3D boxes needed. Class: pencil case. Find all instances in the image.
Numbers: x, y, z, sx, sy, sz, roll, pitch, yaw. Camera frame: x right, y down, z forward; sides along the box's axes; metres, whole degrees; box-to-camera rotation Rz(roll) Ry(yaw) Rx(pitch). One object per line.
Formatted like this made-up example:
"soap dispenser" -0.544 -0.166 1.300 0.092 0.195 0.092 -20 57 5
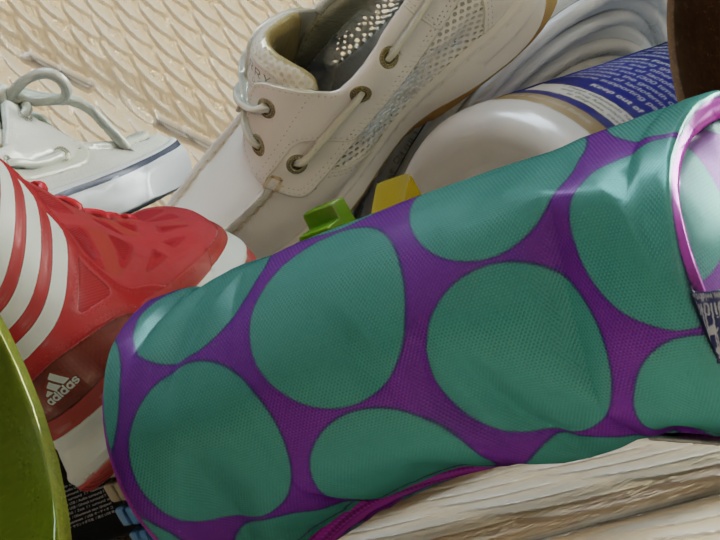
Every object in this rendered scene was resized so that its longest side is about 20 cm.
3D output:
"pencil case" 0.028 0.024 0.632 0.199 0.093 0.085 -19 -1 33

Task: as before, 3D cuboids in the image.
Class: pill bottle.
"pill bottle" 0.116 -0.028 0.917 0.115 0.117 0.199 -18 3 45

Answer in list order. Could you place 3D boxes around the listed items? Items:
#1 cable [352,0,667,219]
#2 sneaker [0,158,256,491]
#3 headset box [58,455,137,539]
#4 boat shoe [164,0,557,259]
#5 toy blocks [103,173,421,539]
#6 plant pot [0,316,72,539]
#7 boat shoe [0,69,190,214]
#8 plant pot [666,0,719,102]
"cable" 0.055 -0.051 1.005 0.201 0.069 0.200 -55 -26 12
"sneaker" -0.100 -0.013 0.785 0.078 0.116 0.200 -40 13 5
"headset box" -0.102 0.068 1.039 0.148 0.078 0.200 -20 3 -6
"boat shoe" -0.018 -0.070 0.887 0.200 0.071 0.069 -43 -49 17
"toy blocks" -0.032 0.050 0.815 0.136 0.100 0.200 -33 7 -27
"plant pot" -0.209 0.073 0.586 0.192 0.201 0.200 -32 -4 24
"boat shoe" -0.157 -0.049 1.018 0.074 0.087 0.201 -18 4 43
"plant pot" 0.243 -0.089 0.841 0.186 0.188 0.199 -18 -12 42
